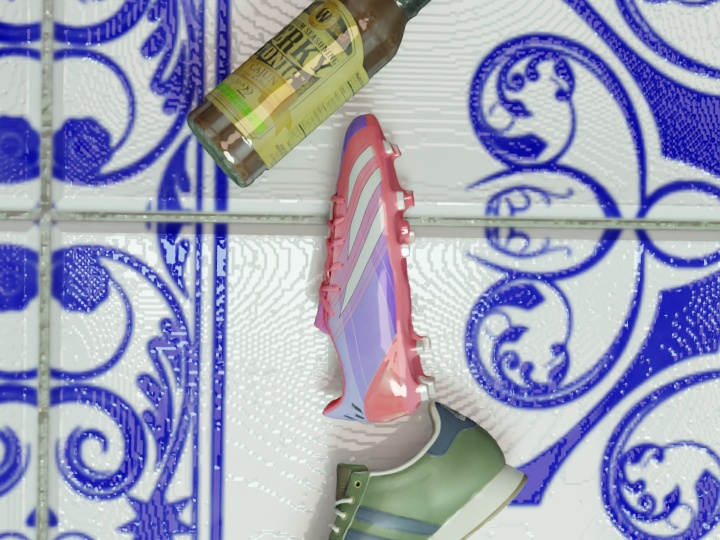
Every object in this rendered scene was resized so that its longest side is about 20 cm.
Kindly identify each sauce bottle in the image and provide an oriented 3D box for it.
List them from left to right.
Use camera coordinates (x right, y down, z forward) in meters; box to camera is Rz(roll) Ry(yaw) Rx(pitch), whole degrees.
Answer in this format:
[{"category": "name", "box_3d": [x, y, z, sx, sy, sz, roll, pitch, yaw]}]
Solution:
[{"category": "sauce bottle", "box_3d": [-0.021, -0.140, 1.288, 0.200, 0.065, 0.065, -43, 97, -6]}]

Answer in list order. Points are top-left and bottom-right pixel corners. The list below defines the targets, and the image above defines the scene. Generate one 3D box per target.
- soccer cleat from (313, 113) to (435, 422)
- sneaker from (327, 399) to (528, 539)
[{"category": "soccer cleat", "box_3d": [0.000, 0.000, 1.298, 0.076, 0.067, 0.200, -8, 91, 9]}, {"category": "sneaker", "box_3d": [0.007, 0.167, 1.304, 0.200, 0.067, 0.090, -39, 89, -5]}]
